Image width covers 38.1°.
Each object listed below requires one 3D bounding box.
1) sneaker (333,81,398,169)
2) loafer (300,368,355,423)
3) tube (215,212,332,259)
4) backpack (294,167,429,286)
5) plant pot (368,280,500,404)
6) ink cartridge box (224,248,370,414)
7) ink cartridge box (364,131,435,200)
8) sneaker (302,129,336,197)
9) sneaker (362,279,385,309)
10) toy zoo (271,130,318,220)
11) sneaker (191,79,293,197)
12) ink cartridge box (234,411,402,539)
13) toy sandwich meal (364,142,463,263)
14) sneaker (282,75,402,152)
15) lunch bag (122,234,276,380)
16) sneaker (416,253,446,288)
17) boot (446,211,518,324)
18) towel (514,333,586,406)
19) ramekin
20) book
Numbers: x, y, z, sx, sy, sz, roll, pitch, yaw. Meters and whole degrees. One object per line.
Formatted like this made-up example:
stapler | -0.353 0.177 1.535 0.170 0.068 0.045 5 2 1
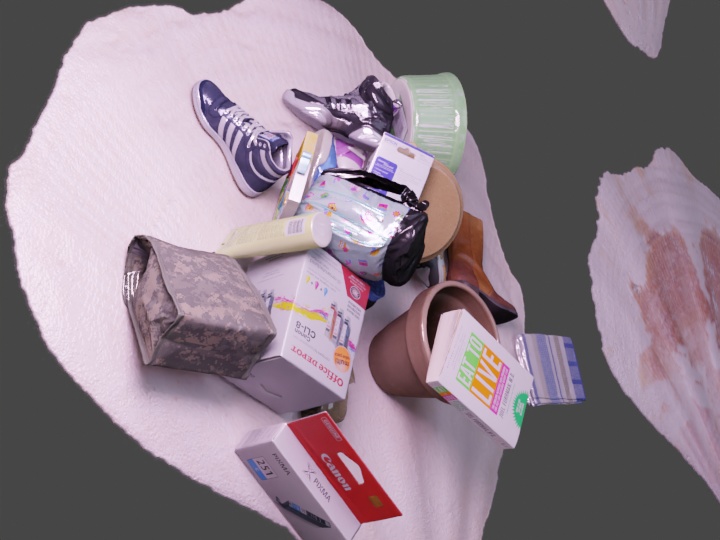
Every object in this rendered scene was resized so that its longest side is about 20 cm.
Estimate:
sneaker | 0.009 -0.250 1.833 0.072 0.114 0.202 32 55 -35
loafer | -0.045 0.153 1.651 0.067 0.076 0.202 28 66 -37
tube | -0.133 -0.049 1.544 0.058 0.198 0.053 0 84 -56
backpack | -0.004 -0.066 1.589 0.198 0.168 0.127 26 57 12
plant pot | 0.110 0.134 1.739 0.199 0.174 0.202 19 62 -40
ink cartridge box | -0.097 0.089 1.561 0.145 0.144 0.202 38 51 -35
ink cartridge box | 0.040 -0.114 1.702 0.099 0.039 0.202 24 85 -11
sneaker | -0.053 -0.130 1.747 0.111 0.076 0.202 28 56 -35
sneaker | 0.000 0.000 1.765 0.070 0.078 0.201 45 26 -21
toy zoo | -0.105 -0.124 1.608 0.020 0.200 0.132 19 57 -10
sneaker | -0.178 -0.222 1.628 0.070 0.108 0.201 -37 102 -47
ink cartridge box | -0.062 0.304 1.492 0.201 0.175 0.045 55 44 -15
toy sandwich meal | 0.080 -0.111 1.781 0.203 0.070 0.208 -3 102 -17
sneaker | -0.027 -0.287 1.777 0.198 0.075 0.115 25 83 -2
lunch bag | -0.234 0.041 1.456 0.163 0.118 0.201 14 35 -38
sneaker | 0.080 -0.048 1.871 0.087 0.075 0.202 -28 93 -31
boot | 0.229 -0.006 2.021 0.187 0.068 0.202 19 54 -32
towel | 0.384 0.202 2.111 0.199 0.024 0.149 6 68 -47
ramekin | 0.109 -0.257 1.876 0.097 0.200 0.202 1 72 -18
book | 0.190 0.174 1.650 0.200 0.048 0.135 41 52 -29
